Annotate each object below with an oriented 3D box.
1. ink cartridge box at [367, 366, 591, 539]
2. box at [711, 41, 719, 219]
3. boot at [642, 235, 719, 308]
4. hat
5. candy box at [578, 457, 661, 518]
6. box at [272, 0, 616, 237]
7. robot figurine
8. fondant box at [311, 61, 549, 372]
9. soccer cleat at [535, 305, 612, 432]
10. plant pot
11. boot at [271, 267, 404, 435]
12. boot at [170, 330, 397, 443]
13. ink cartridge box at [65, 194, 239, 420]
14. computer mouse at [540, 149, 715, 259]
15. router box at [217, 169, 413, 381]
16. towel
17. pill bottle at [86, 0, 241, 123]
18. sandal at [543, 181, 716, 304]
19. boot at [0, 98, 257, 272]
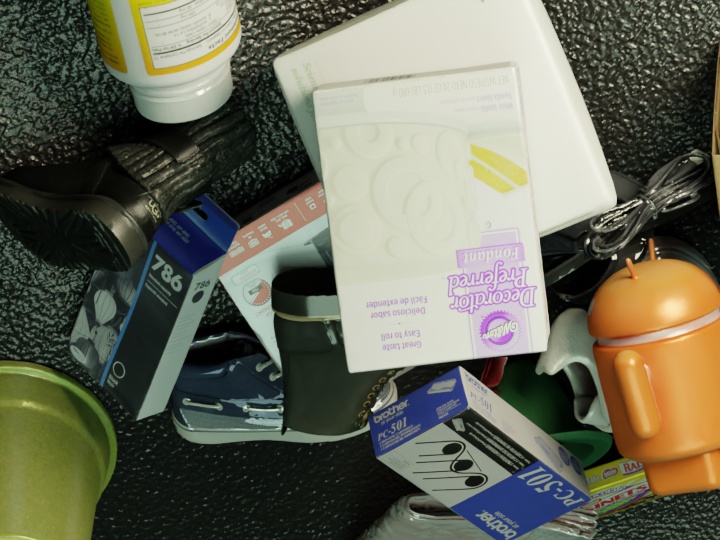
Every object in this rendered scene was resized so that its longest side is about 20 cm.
[{"bbox_3d":[0.101,0.156,1.719,0.094,0.044,0.200,-30,139,20],"label":"ink cartridge box"},{"bbox_3d":[0.308,-0.061,1.687,0.021,0.164,0.201,-3,128,15],"label":"box"},{"bbox_3d":[0.301,0.063,1.816,0.073,0.096,0.200,-31,125,13],"label":"boot"},{"bbox_3d":[0.128,0.095,1.860,0.199,0.177,0.165,-32,156,36],"label":"hat"},{"bbox_3d":[0.235,0.201,1.924,0.198,0.027,0.102,-19,155,5],"label":"candy box"},{"bbox_3d":[0.067,-0.111,1.560,0.199,0.171,0.200,-22,96,7],"label":"box"},{"bbox_3d":[0.250,0.078,1.686,0.143,0.116,0.202,-18,98,-21],"label":"robot figurine"},{"bbox_3d":[0.051,-0.038,1.457,0.143,0.058,0.202,-7,100,6],"label":"fondant box"},{"bbox_3d":[0.231,0.115,1.777,0.200,0.070,0.087,40,68,-12],"label":"soccer cleat"},{"bbox_3d":[-0.304,0.213,1.774,0.198,0.185,0.202,-4,127,-6],"label":"plant pot"},{"bbox_3d":[0.027,0.074,1.684,0.198,0.078,0.139,6,114,12],"label":"boot"},{"bbox_3d":[-0.068,0.096,1.795,0.198,0.073,0.091,-7,133,-3],"label":"boot"},{"bbox_3d":[-0.173,0.016,1.706,0.039,0.099,0.201,-16,138,-49],"label":"ink cartridge box"},{"bbox_3d":[0.182,-0.056,1.679,0.138,0.200,0.053,-35,103,-26],"label":"computer mouse"},{"bbox_3d":[0.000,0.000,1.715,0.199,0.049,0.180,-31,107,10],"label":"router box"},{"bbox_3d":[0.097,0.252,1.905,0.189,0.032,0.200,8,154,-14],"label":"towel"},{"bbox_3d":[-0.150,-0.213,1.534,0.108,0.110,0.201,-11,127,-1],"label":"pill bottle"},{"bbox_3d":[0.219,-0.013,1.742,0.199,0.075,0.048,-29,87,0],"label":"sandal"},{"bbox_3d":[-0.189,-0.076,1.639,0.158,0.210,0.080,-48,128,-26],"label":"boot"}]
